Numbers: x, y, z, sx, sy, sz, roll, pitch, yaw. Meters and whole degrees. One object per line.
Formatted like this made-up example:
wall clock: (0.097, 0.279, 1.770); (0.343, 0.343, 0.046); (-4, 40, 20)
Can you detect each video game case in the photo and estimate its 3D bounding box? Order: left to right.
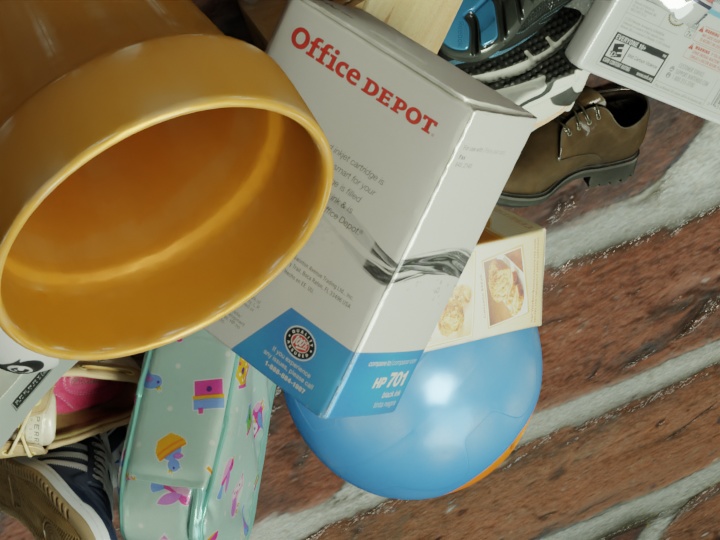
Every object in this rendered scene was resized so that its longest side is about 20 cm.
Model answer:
video game case: (0.250, -0.190, 1.398); (0.199, 0.024, 0.183); (16, 111, -39)

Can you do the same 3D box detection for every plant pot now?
plant pot: (-0.142, -0.085, 1.156); (0.199, 0.184, 0.201); (-23, 149, -15)

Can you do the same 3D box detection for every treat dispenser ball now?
treat dispenser ball: (0.039, 0.072, 1.599); (0.200, 0.202, 0.201); (-25, 152, -14)

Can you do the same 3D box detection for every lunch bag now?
lunch bag: (-0.108, 0.111, 1.516); (0.076, 0.202, 0.161); (8, 164, 13)

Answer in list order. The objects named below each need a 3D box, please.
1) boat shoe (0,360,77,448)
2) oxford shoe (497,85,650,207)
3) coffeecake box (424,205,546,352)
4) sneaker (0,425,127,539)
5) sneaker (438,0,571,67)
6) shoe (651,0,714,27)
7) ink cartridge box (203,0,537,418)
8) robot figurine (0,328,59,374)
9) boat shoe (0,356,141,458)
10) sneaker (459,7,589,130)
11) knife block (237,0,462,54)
boat shoe: (-0.228, 0.045, 1.406); (0.200, 0.063, 0.071); (-50, 159, -21)
oxford shoe: (0.141, -0.103, 1.578); (0.199, 0.073, 0.085); (-19, 142, -41)
coffeecake box: (0.000, 0.000, 1.417); (0.198, 0.153, 0.074); (-12, 114, -30)
sneaker: (-0.192, 0.152, 1.515); (0.108, 0.200, 0.071); (-17, 113, -27)
sneaker: (0.122, -0.208, 1.384); (0.199, 0.073, 0.082); (-37, 173, -5)
shoe: (0.154, -0.239, 1.283); (0.199, 0.072, 0.091); (32, 105, -15)
ink cartridge box: (-0.010, -0.037, 1.225); (0.086, 0.146, 0.201); (4, 117, -57)
robot figurine: (-0.166, -0.016, 1.314); (0.199, 0.125, 0.151); (-26, 150, -14)
boat shoe: (-0.231, 0.094, 1.467); (0.199, 0.069, 0.074); (-17, 126, -38)
sneaker: (0.082, -0.108, 1.456); (0.199, 0.074, 0.080); (-23, 153, -21)
knife block: (0.000, -0.118, 1.345); (0.199, 0.064, 0.176); (-31, 137, -6)
